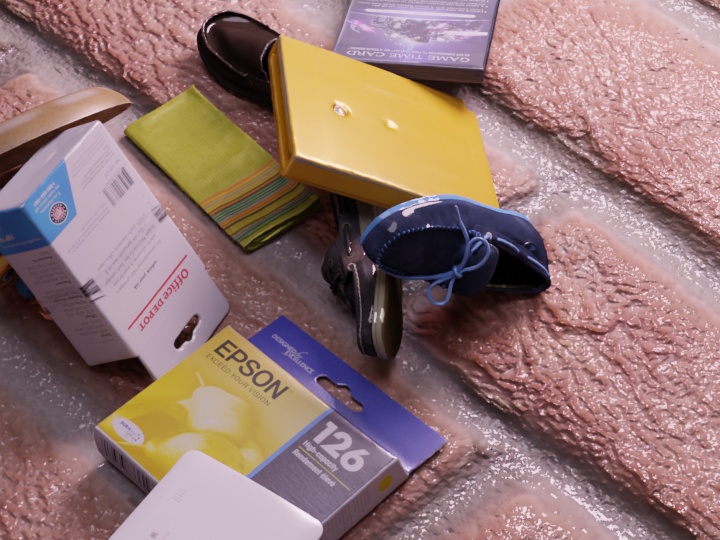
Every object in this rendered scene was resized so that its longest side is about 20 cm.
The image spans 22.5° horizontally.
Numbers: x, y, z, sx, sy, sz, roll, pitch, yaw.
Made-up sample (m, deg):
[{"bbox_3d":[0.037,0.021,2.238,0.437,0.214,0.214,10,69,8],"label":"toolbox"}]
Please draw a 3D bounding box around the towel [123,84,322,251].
[{"bbox_3d":[-0.126,-0.095,1.634,0.086,0.018,0.200,-32,53,-23],"label":"towel"}]

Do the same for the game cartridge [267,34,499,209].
[{"bbox_3d":[0.019,-0.114,1.565,0.199,0.033,0.177,18,37,-22],"label":"game cartridge"}]

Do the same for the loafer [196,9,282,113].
[{"bbox_3d":[-0.078,-0.194,1.681,0.073,0.072,0.200,-37,56,-26],"label":"loafer"}]

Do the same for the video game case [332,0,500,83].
[{"bbox_3d":[0.056,-0.235,1.712,0.142,0.019,0.200,4,36,8],"label":"video game case"}]

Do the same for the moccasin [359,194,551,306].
[{"bbox_3d":[0.089,-0.016,1.461,0.199,0.081,0.068,-1,52,-42],"label":"moccasin"}]

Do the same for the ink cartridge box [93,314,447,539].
[{"bbox_3d":[-0.069,0.129,1.416,0.197,0.047,0.200,35,61,30],"label":"ink cartridge box"}]

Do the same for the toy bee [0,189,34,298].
[{"bbox_3d":[-0.279,-0.017,1.512,0.130,0.109,0.201,27,61,-4],"label":"toy bee"}]

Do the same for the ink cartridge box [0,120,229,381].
[{"bbox_3d":[-0.206,-0.005,1.479,0.066,0.201,0.116,-11,32,42],"label":"ink cartridge box"}]

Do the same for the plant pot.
[{"bbox_3d":[-0.292,-0.113,1.562,0.199,0.200,0.028,-26,94,-17],"label":"plant pot"}]

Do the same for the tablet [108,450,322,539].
[{"bbox_3d":[-0.132,0.224,1.301,0.130,0.014,0.200,27,55,23],"label":"tablet"}]

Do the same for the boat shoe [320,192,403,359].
[{"bbox_3d":[0.000,-0.001,1.512,0.065,0.072,0.202,-6,43,6],"label":"boat shoe"}]
